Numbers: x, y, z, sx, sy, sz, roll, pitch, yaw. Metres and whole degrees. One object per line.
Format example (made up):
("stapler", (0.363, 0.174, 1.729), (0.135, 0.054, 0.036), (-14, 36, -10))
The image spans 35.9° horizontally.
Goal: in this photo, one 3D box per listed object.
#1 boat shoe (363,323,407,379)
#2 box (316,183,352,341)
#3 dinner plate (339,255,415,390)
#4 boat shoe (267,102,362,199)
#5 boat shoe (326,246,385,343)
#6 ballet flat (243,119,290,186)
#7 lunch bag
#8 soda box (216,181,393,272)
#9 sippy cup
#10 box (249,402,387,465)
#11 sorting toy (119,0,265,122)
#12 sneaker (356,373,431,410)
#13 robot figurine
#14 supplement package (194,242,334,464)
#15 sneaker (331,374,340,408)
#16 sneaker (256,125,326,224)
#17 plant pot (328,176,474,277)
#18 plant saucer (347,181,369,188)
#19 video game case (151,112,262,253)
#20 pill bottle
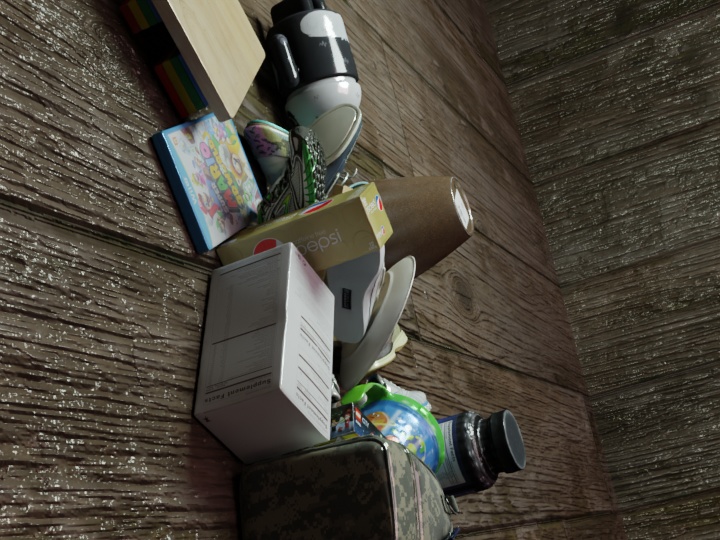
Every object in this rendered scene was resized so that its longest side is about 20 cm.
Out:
("boat shoe", (0.016, 0.108, 1.619), (0.065, 0.073, 0.200), (61, 15, -3))
("box", (-0.028, -0.006, 1.469), (0.163, 0.021, 0.203), (9, 95, -75))
("dinner plate", (0.016, 0.066, 1.501), (0.024, 0.201, 0.201), (29, 33, -11))
("boat shoe", (-0.056, -0.128, 1.477), (0.202, 0.074, 0.062), (-59, 142, -9))
("boat shoe", (0.000, 0.000, 1.406), (0.070, 0.070, 0.202), (-60, 161, -45))
("ballet flat", (-0.099, -0.144, 1.533), (0.200, 0.068, 0.072), (28, 67, -64))
("lunch bag", (-0.009, 0.269, 1.204), (0.167, 0.197, 0.142), (31, 45, -59))
("soda box", (-0.065, -0.035, 1.312), (0.069, 0.197, 0.064), (67, 23, -12))
("sippy cup", (0.027, 0.248, 1.443), (0.177, 0.140, 0.130), (38, 31, 8))
("box", (-0.023, 0.232, 1.289), (0.200, 0.135, 0.038), (52, 27, -45))
("sorting toy", (-0.208, -0.300, 1.350), (0.202, 0.069, 0.200), (62, 22, -26))
("sneaker", (0.044, 0.187, 1.617), (0.088, 0.074, 0.200), (67, 19, 3))
("robot figurine", (-0.072, -0.307, 1.654), (0.125, 0.148, 0.203), (146, -70, -66))
("supplement package", (-0.102, 0.092, 1.233), (0.110, 0.112, 0.202), (52, 29, -42))
("sneaker", (-0.066, 0.132, 1.348), (0.075, 0.080, 0.203), (19, 54, -64))
("sneaker", (-0.088, -0.084, 1.374), (0.078, 0.084, 0.203), (-79, 178, -58))
("plant pot", (0.067, -0.066, 1.702), (0.187, 0.197, 0.189), (53, 27, -43))
("plant saucer", (-0.028, -0.028, 1.553), (0.200, 0.035, 0.203), (-39, 137, -50))
("video game case", (-0.178, -0.113, 1.346), (0.200, 0.018, 0.145), (-46, 117, -68))
("pill bottle", (0.128, 0.266, 1.578), (0.112, 0.197, 0.113), (53, 27, -41))
